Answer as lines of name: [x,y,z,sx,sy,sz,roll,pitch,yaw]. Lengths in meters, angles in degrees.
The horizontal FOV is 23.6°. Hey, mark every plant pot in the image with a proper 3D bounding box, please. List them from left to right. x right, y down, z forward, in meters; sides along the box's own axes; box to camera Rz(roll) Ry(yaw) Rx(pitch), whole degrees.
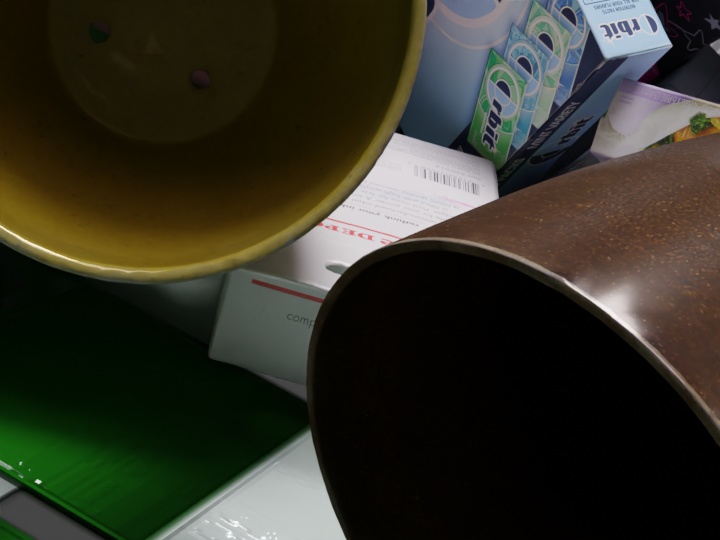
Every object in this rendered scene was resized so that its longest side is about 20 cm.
plant pot: [-0.079,-0.099,0.673,0.198,0.202,0.142,16,2,-4]
plant pot: [0.117,0.034,0.536,0.186,0.188,0.199,34,48,32]

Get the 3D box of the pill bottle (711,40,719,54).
pill bottle: [0.284,-0.105,1.133,0.113,0.115,0.200,3,28,-32]

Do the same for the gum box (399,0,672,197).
gum box: [0.054,-0.150,0.848,0.044,0.170,0.202,-14,72,-30]

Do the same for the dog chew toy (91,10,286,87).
dog chew toy: [-0.061,-0.141,0.805,0.199,0.125,0.124,38,29,19]

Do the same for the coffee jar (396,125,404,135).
coffee jar: [0.004,-0.109,0.969,0.198,0.086,0.105,7,29,-27]

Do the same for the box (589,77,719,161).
box: [0.188,-0.035,0.721,0.199,0.039,0.041,23,-3,39]

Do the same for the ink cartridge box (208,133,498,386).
ink cartridge box: [0.000,0.000,0.749,0.116,0.068,0.200,16,23,-4]

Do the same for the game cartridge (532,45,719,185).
game cartridge: [0.138,-0.063,0.912,0.041,0.133,0.200,46,27,0]

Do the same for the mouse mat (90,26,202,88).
mouse mat: [-0.130,-0.099,0.838,0.159,0.008,0.201,6,44,0]

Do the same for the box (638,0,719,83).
box: [0.152,-0.185,0.893,0.132,0.115,0.200,49,-18,-3]
